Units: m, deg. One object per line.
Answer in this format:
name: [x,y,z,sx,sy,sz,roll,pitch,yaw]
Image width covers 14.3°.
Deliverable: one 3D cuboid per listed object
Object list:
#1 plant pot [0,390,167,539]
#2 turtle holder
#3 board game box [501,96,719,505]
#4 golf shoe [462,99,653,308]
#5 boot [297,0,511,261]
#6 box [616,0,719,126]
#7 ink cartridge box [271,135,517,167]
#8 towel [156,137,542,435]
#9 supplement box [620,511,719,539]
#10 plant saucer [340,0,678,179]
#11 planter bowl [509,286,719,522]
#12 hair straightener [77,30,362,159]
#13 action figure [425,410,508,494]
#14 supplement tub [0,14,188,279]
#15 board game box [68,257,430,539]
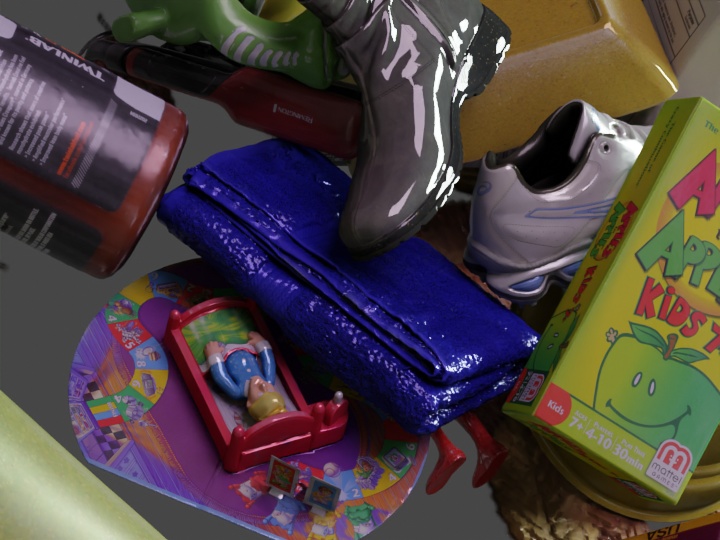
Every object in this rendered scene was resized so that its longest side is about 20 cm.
plant pot: [-0.190,0.138,1.346,0.184,0.200,0.201,35,42,-20]
turtle holder: [-0.068,-0.194,1.632,0.131,0.142,0.185,-3,22,-33]
board game box: [0.172,0.016,1.593,0.101,0.048,0.201,31,81,-16]
golf shoe: [0.145,-0.058,1.635,0.199,0.098,0.078,-28,40,-29]
boot: [0.002,-0.111,1.563,0.131,0.067,0.201,46,46,-27]
box: [0.201,-0.112,1.771,0.108,0.200,0.128,18,38,-24]
ink cartridge box: [0.039,-0.150,1.777,0.196,0.047,0.201,0,50,-3]
towel: [0.000,0.000,1.591,0.200,0.050,0.147,40,31,16]
supplement box: [0.171,0.242,1.526,0.110,0.085,0.201,51,37,-26]
plant saucer: [0.065,-0.161,1.707,0.199,0.049,0.201,-17,53,-2]
planter bowl: [0.191,0.042,1.679,0.199,0.083,0.202,5,77,-25]
hair straightener: [-0.073,-0.106,1.666,0.199,0.041,0.077,12,17,21]
action figure: [0.006,0.042,1.639,0.065,0.052,0.200,-7,54,-43]
supplement tub: [-0.201,-0.083,1.565,0.199,0.107,0.107,28,44,-11]
board game box: [-0.055,0.059,1.549,0.199,0.039,0.158,22,51,4]
